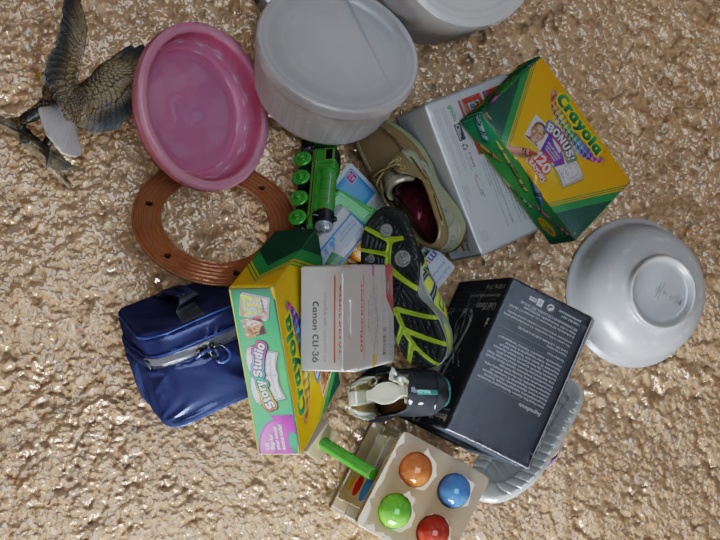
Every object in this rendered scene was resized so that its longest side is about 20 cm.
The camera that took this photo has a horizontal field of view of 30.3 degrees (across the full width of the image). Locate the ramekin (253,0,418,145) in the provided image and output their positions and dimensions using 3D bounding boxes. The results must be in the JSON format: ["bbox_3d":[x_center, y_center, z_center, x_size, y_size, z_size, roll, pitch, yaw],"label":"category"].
[{"bbox_3d":[-0.037,-0.243,1.610,0.201,0.094,0.203,9,57,-14],"label":"ramekin"}]

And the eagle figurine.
[{"bbox_3d":[-0.331,-0.220,1.547,0.151,0.152,0.200,39,84,10],"label":"eagle figurine"}]

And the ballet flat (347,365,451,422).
[{"bbox_3d":[0.026,0.147,1.592,0.073,0.200,0.074,5,80,-32],"label":"ballet flat"}]

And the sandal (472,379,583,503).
[{"bbox_3d":[0.224,0.229,1.721,0.203,0.082,0.050,-46,143,-14],"label":"sandal"}]

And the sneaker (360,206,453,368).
[{"bbox_3d":[0.056,0.021,1.602,0.075,0.076,0.201,-18,86,17],"label":"sneaker"}]

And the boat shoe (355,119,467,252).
[{"bbox_3d":[0.055,-0.108,1.633,0.074,0.066,0.200,-45,73,24],"label":"boat shoe"}]

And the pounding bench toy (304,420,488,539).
[{"bbox_3d":[0.028,0.255,1.614,0.199,0.156,0.125,30,81,-12],"label":"pounding bench toy"}]

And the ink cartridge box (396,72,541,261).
[{"bbox_3d":[0.168,-0.138,1.696,0.175,0.084,0.201,-23,95,-25],"label":"ink cartridge box"}]

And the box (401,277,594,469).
[{"bbox_3d":[0.163,0.123,1.632,0.123,0.200,0.198,25,82,-12],"label":"box"}]

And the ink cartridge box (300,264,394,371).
[{"bbox_3d":[-0.018,0.051,1.479,0.067,0.200,0.117,-1,89,16],"label":"ink cartridge box"}]

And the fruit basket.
[{"bbox_3d":[0.000,0.000,1.648,0.200,0.094,0.185,43,78,-13],"label":"fruit basket"}]

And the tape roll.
[{"bbox_3d":[0.104,-0.392,1.652,0.201,0.139,0.204,0,89,-22],"label":"tape roll"}]

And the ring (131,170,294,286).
[{"bbox_3d":[-0.173,-0.056,1.585,0.199,0.019,0.201,7,50,-9],"label":"ring"}]

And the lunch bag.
[{"bbox_3d":[-0.198,0.083,1.529,0.135,0.200,0.133,-23,105,-17],"label":"lunch bag"}]

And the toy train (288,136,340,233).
[{"bbox_3d":[-0.052,-0.121,1.613,0.056,0.042,0.201,-4,54,10],"label":"toy train"}]

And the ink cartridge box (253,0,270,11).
[{"bbox_3d":[-0.085,-0.444,1.659,0.200,0.050,0.163,-35,98,-11],"label":"ink cartridge box"}]

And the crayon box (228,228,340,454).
[{"bbox_3d":[-0.080,0.077,1.487,0.058,0.173,0.201,-3,112,15],"label":"crayon box"}]

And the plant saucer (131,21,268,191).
[{"bbox_3d":[-0.197,-0.192,1.584,0.200,0.051,0.202,8,80,-46],"label":"plant saucer"}]

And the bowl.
[{"bbox_3d":[0.379,0.029,1.752,0.200,0.090,0.202,0,89,-15],"label":"bowl"}]

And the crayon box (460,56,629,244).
[{"bbox_3d":[0.230,-0.147,1.648,0.119,0.058,0.200,-44,103,-23],"label":"crayon box"}]
